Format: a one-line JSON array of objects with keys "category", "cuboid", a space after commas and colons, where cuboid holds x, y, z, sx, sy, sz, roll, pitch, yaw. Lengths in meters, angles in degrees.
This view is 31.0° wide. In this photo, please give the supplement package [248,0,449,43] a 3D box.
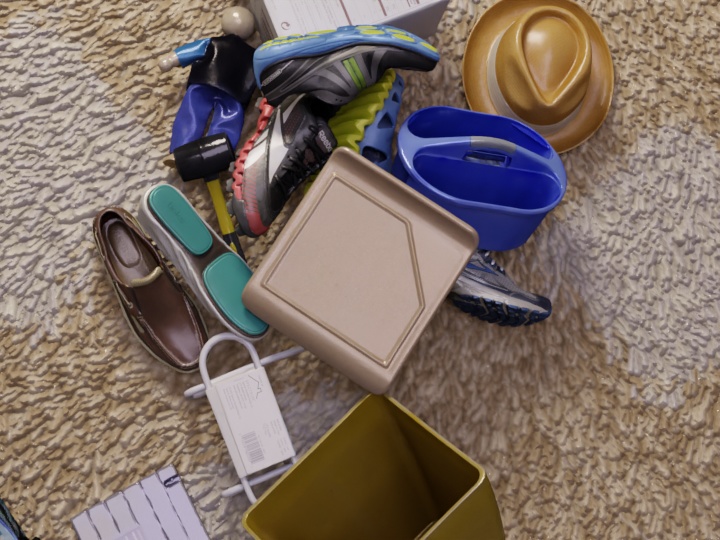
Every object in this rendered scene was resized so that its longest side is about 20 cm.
[{"category": "supplement package", "cuboid": [-0.015, -0.304, 1.467, 0.198, 0.117, 0.119, -22, 82, -10]}]

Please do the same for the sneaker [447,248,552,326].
[{"category": "sneaker", "cuboid": [0.125, -0.002, 1.448, 0.198, 0.077, 0.086, 20, 73, -3]}]

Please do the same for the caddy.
[{"category": "caddy", "cuboid": [0.127, -0.108, 1.419, 0.197, 0.105, 0.143, 7, 51, -18]}]

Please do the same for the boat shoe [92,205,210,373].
[{"category": "boat shoe", "cuboid": [-0.231, 0.021, 1.404, 0.074, 0.075, 0.203, -35, 85, -11]}]

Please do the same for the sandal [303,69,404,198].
[{"category": "sandal", "cuboid": [0.005, -0.135, 1.468, 0.087, 0.079, 0.202, 36, 67, -35]}]

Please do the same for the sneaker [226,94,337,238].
[{"category": "sneaker", "cuboid": [-0.079, -0.123, 1.402, 0.097, 0.071, 0.202, 3, 57, 24]}]

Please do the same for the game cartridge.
[{"category": "game cartridge", "cuboid": [-0.210, 0.323, 1.373, 0.128, 0.038, 0.202, -27, 83, -6]}]

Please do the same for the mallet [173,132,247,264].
[{"category": "mallet", "cuboid": [-0.156, -0.047, 1.422, 0.065, 0.041, 0.203, -10, 101, -1]}]

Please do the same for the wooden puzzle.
[{"category": "wooden puzzle", "cuboid": [0.000, 0.000, 1.362, 0.184, 0.037, 0.201, 32, 87, 8]}]

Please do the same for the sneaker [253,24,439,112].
[{"category": "sneaker", "cuboid": [-0.014, -0.213, 1.378, 0.197, 0.071, 0.084, -9, 112, -8]}]

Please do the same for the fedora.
[{"category": "fedora", "cuboid": [0.212, -0.236, 1.495, 0.198, 0.082, 0.204, 1, 80, -5]}]

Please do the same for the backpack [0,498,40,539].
[{"category": "backpack", "cuboid": [-0.453, 0.263, 1.300, 0.183, 0.147, 0.200, -41, 83, -14]}]

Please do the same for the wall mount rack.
[{"category": "wall mount rack", "cuboid": [-0.090, 0.155, 1.399, 0.172, 0.075, 0.202, -21, 82, -6]}]

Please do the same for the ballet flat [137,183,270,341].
[{"category": "ballet flat", "cuboid": [-0.170, -0.004, 1.400, 0.069, 0.069, 0.201, -39, 91, -11]}]

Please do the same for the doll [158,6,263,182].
[{"category": "doll", "cuboid": [-0.164, -0.207, 1.467, 0.135, 0.048, 0.202, 19, 78, -5]}]

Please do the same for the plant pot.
[{"category": "plant pot", "cuboid": [0.036, 0.279, 1.314, 0.200, 0.199, 0.177, -43, 128, -11]}]
